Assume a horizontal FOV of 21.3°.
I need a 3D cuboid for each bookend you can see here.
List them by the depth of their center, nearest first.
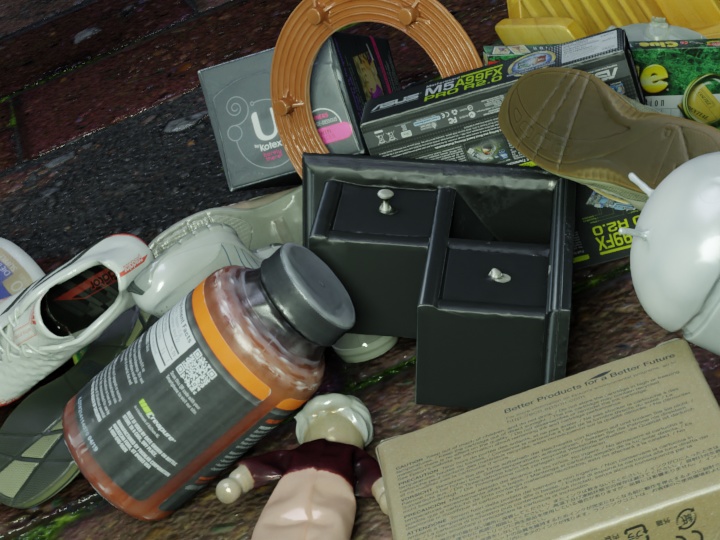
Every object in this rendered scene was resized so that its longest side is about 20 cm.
[{"bbox_3d":[0.044,0.008,1.293,0.198,0.093,0.199,4,30,6],"label":"bookend"}]

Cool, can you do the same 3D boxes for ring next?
[{"bbox_3d":[0.011,-0.123,1.448,0.199,0.202,0.019,-2,17,35],"label":"ring"}]

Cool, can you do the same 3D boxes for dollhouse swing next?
[{"bbox_3d":[0.256,-0.209,1.556,0.175,0.182,0.200,-24,15,48],"label":"dollhouse swing"}]

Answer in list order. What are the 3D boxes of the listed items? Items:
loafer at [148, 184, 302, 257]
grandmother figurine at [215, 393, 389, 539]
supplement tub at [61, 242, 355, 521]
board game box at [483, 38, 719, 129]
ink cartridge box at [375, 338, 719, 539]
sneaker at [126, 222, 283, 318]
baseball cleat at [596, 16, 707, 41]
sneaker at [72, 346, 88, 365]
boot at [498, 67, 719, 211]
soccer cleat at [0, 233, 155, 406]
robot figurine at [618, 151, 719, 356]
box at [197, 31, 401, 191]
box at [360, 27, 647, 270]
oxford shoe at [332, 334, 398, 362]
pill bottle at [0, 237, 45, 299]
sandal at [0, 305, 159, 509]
[{"bbox_3d":[-0.087,-0.029,1.588,0.199,0.072,0.063,-20,8,-11],"label":"loafer"},{"bbox_3d":[-0.031,0.142,1.212,0.120,0.061,0.200,12,29,6],"label":"grandmother figurine"},{"bbox_3d":[-0.096,0.070,1.266,0.200,0.107,0.107,-40,20,18],"label":"supplement tub"},{"bbox_3d":[0.190,-0.119,1.422,0.198,0.106,0.023,-3,26,-1],"label":"board game box"},{"bbox_3d":[0.118,0.134,1.083,0.199,0.075,0.165,-20,24,5],"label":"ink cartridge box"},{"bbox_3d":[-0.085,0.022,1.356,0.074,0.087,0.199,-41,-24,24],"label":"sneaker"},{"bbox_3d":[0.178,-0.134,1.483,0.198,0.107,0.070,-8,53,10],"label":"baseball cleat"},{"bbox_3d":[-0.132,0.029,1.474,0.199,0.084,0.074,-22,25,-3],"label":"sneaker"},{"bbox_3d":[0.200,-0.064,1.303,0.199,0.154,0.072,25,86,40],"label":"boot"},{"bbox_3d":[-0.232,0.042,1.371,0.199,0.069,0.085,-33,4,15],"label":"soccer cleat"},{"bbox_3d":[0.243,0.003,1.118,0.199,0.113,0.170,26,20,-2],"label":"robot figurine"},{"bbox_3d":[-0.040,-0.133,1.612,0.121,0.107,0.200,-15,0,16],"label":"box"},{"bbox_3d":[0.118,-0.072,1.387,0.199,0.161,0.044,-15,27,15],"label":"box"},{"bbox_3d":[0.000,0.000,1.460,0.075,0.058,0.200,-20,23,10],"label":"oxford shoe"},{"bbox_3d":[-0.338,0.071,1.518,0.200,0.116,0.115,-37,29,-28],"label":"pill bottle"},{"bbox_3d":[-0.190,0.100,1.407,0.080,0.057,0.201,30,70,38],"label":"sandal"}]
